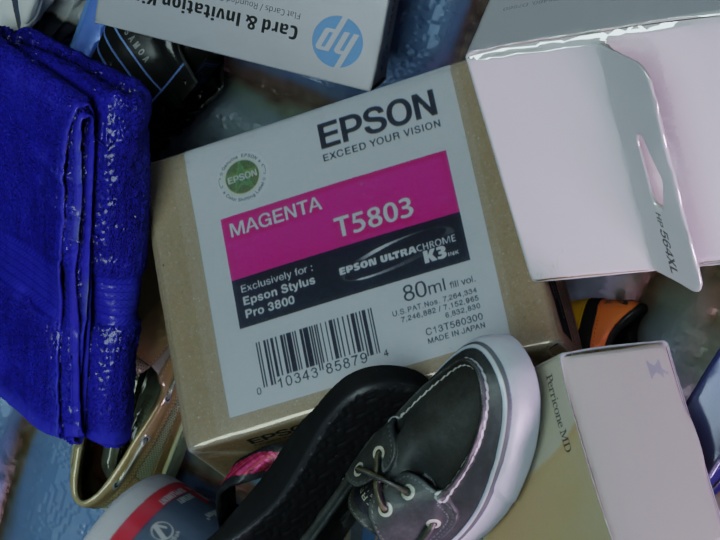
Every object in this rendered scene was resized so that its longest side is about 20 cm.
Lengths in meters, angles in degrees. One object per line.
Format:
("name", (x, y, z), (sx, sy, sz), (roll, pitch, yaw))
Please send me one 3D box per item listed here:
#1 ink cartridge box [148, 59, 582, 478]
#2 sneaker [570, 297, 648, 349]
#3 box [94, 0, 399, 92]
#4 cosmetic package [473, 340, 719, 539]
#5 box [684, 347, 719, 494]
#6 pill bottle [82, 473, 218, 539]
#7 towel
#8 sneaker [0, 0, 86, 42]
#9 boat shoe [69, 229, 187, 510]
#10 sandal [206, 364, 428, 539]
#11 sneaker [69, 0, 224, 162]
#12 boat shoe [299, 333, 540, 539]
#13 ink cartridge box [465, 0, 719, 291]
("ink cartridge box", (0.000, 0.000, 1.089), (0.199, 0.075, 0.165), (-18, 68, 12))
("sneaker", (0.132, 0.112, 1.096), (0.090, 0.070, 0.201), (-16, 87, 26))
("box", (-0.045, -0.208, 1.087), (0.155, 0.041, 0.201), (15, 110, 9))
("cosmetic package", (0.075, 0.115, 1.031), (0.200, 0.071, 0.106), (-35, 66, 50))
("box", (0.204, 0.027, 1.031), (0.032, 0.121, 0.201), (32, 106, 15))
("pill bottle", (-0.059, 0.209, 1.157), (0.200, 0.120, 0.120), (30, 105, 16))
("towel", (-0.170, -0.019, 1.132), (0.147, 0.049, 0.201), (26, 118, 43))
("sneaker", (-0.236, -0.139, 1.224), (0.130, 0.079, 0.200), (45, 121, 25))
("boat shoe", (-0.116, 0.041, 1.186), (0.071, 0.076, 0.201), (16, 98, 23))
("sandal", (-0.034, 0.109, 1.060), (0.200, 0.075, 0.045), (-51, 44, 27))
("sneaker", (-0.121, -0.096, 1.181), (0.078, 0.070, 0.201), (23, 103, 24))
("boat shoe", (0.020, 0.109, 0.997), (0.069, 0.056, 0.200), (59, 136, 33))
("ink cartridge box", (0.136, -0.092, 0.987), (0.125, 0.200, 0.129), (-6, 122, 23))
